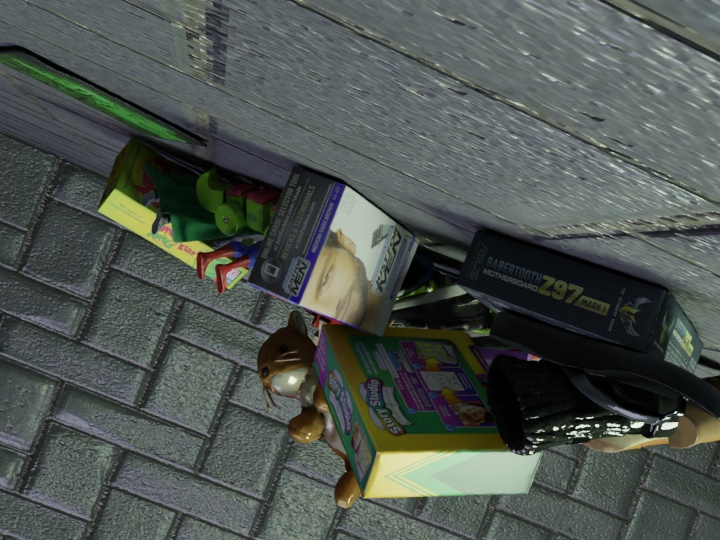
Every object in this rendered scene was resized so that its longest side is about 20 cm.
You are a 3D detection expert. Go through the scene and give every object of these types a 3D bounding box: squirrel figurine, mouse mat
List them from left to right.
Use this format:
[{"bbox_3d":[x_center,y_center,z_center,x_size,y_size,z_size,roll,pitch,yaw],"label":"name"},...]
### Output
[{"bbox_3d":[-0.259,-0.168,0.894,0.198,0.008,0.160,24,177,-35],"label":"mouse mat"},{"bbox_3d":[-0.024,0.131,1.059,0.185,0.143,0.199,33,-148,16],"label":"squirrel figurine"}]

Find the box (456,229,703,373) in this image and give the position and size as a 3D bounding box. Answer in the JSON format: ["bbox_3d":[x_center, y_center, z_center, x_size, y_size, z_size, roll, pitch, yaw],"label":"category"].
[{"bbox_3d":[0.184,0.037,0.741,0.156,0.052,0.199,21,176,32],"label":"box"}]

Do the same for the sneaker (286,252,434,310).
[{"bbox_3d":[0.000,0.000,1.049,0.196,0.079,0.085,-7,180,-30],"label":"sneaker"}]

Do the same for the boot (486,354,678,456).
[{"bbox_3d":[0.191,0.104,0.880,0.154,0.081,0.211,-5,-167,-8],"label":"boot"}]

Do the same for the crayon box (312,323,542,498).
[{"bbox_3d":[0.058,0.133,0.901,0.169,0.059,0.201,3,-151,-20],"label":"crayon box"}]

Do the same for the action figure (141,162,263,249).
[{"bbox_3d":[-0.173,-0.071,1.139,0.197,0.055,0.120,3,-125,-44],"label":"action figure"}]

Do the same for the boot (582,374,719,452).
[{"bbox_3d":[0.321,0.148,0.988,0.142,0.073,0.199,-10,-173,-39],"label":"boot"}]

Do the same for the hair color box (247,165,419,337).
[{"bbox_3d":[-0.018,-0.010,0.858,0.064,0.111,0.199,21,177,26],"label":"hair color box"}]

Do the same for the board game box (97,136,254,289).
[{"bbox_3d":[-0.228,-0.072,1.166,0.198,0.103,0.047,33,128,-26],"label":"board game box"}]

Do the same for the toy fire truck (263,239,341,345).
[{"bbox_3d":[-0.069,0.043,1.296,0.174,0.204,0.128,19,176,37],"label":"toy fire truck"}]

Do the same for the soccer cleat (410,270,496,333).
[{"bbox_3d":[0.122,0.040,1.199,0.197,0.069,0.080,20,-171,37],"label":"soccer cleat"}]

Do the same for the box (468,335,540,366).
[{"bbox_3d":[0.202,0.100,1.061,0.197,0.040,0.135,-1,-178,-41],"label":"box"}]

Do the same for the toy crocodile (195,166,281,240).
[{"bbox_3d":[-0.106,-0.067,1.054,0.197,0.063,0.067,22,-147,30],"label":"toy crocodile"}]

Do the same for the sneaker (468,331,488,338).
[{"bbox_3d":[0.221,0.091,1.247,0.073,0.115,0.202,13,-138,-52],"label":"sneaker"}]

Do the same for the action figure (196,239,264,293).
[{"bbox_3d":[-0.100,-0.002,1.099,0.198,0.101,0.065,-24,-141,-36],"label":"action figure"}]

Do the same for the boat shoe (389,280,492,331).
[{"bbox_3d":[0.087,0.052,1.079,0.073,0.062,0.199,-18,178,-34],"label":"boat shoe"}]

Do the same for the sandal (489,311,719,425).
[{"bbox_3d":[0.178,0.079,0.660,0.198,0.044,0.075,17,172,46],"label":"sandal"}]

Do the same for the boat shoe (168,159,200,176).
[{"bbox_3d":[-0.223,-0.097,1.258,0.067,0.073,0.198,12,168,47],"label":"boat shoe"}]
